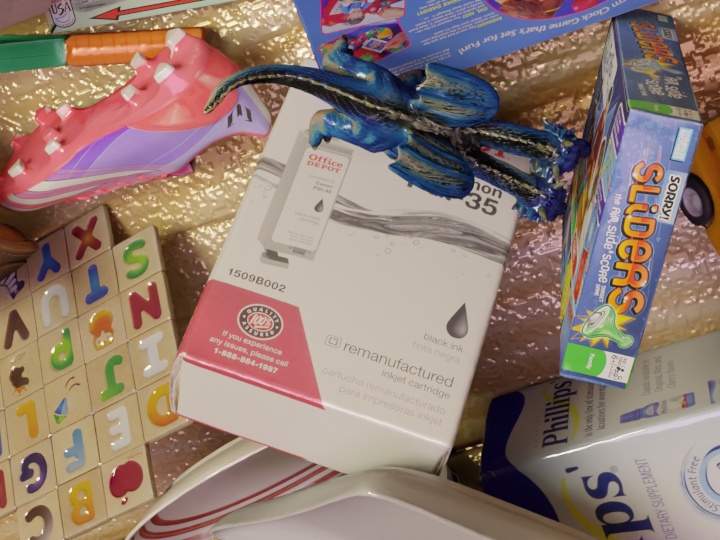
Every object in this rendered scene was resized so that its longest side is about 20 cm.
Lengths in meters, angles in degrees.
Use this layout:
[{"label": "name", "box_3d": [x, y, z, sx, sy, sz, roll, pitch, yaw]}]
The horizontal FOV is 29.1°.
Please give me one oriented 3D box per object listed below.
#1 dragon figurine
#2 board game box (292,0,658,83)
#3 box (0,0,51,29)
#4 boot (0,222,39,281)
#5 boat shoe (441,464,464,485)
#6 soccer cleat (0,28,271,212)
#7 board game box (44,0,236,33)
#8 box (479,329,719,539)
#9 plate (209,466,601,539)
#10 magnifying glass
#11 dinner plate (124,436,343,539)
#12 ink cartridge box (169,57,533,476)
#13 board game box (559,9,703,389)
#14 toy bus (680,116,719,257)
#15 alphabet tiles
[{"label": "dragon figurine", "box_3d": [0.028, -0.071, 0.668, 0.099, 0.200, 0.059, 24, 97, 43]}, {"label": "board game box", "box_3d": [0.062, -0.162, 0.692, 0.200, 0.045, 0.134, -19, 153, 2]}, {"label": "box", "box_3d": [-0.277, -0.195, 0.712, 0.200, 0.176, 0.097, 29, 121, 9]}, {"label": "boot", "box_3d": [-0.269, -0.048, 0.799, 0.077, 0.200, 0.155, -35, 93, 7]}, {"label": "boat shoe", "box_3d": [-0.019, 0.184, 0.909, 0.200, 0.075, 0.062, -32, 127, 7]}, {"label": "soccer cleat", "box_3d": [-0.141, -0.070, 0.810, 0.200, 0.067, 0.076, -25, 127, 36]}, {"label": "board game box", "box_3d": [-0.096, -0.215, 0.772, 0.200, 0.029, 0.135, -8, 113, 13]}, {"label": "box", "box_3d": [0.197, 0.148, 0.839, 0.200, 0.105, 0.184, -19, 108, 18]}, {"label": "plate", "box_3d": [0.044, 0.151, 0.752, 0.200, 0.032, 0.200, 24, 154, -20]}, {"label": "magnifying glass", "box_3d": [-0.191, -0.128, 0.809, 0.200, 0.080, 0.022, -2, 105, -1]}, {"label": "dinner plate", "box_3d": [-0.054, 0.118, 0.837, 0.200, 0.200, 0.024, -36, 73, 22]}, {"label": "ink cartridge box", "box_3d": [0.000, 0.000, 0.749, 0.146, 0.200, 0.083, 18, 150, 1]}, {"label": "board game box", "box_3d": [0.133, -0.046, 0.712, 0.034, 0.200, 0.135, 12, 115, 3]}, {"label": "toy bus", "box_3d": [0.242, 0.000, 0.725, 0.065, 0.078, 0.200, -19, 70, -19]}, {"label": "alphabet tiles", "box_3d": [-0.178, 0.064, 0.841, 0.166, 0.200, 0.006, -27, 150, 21]}]
